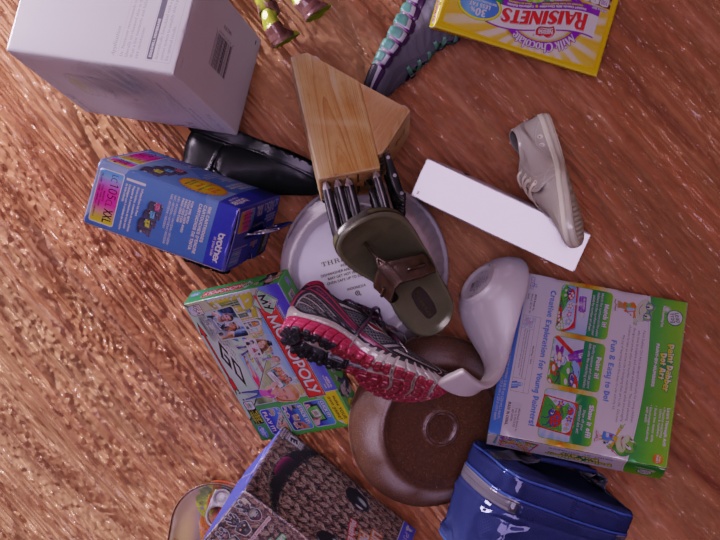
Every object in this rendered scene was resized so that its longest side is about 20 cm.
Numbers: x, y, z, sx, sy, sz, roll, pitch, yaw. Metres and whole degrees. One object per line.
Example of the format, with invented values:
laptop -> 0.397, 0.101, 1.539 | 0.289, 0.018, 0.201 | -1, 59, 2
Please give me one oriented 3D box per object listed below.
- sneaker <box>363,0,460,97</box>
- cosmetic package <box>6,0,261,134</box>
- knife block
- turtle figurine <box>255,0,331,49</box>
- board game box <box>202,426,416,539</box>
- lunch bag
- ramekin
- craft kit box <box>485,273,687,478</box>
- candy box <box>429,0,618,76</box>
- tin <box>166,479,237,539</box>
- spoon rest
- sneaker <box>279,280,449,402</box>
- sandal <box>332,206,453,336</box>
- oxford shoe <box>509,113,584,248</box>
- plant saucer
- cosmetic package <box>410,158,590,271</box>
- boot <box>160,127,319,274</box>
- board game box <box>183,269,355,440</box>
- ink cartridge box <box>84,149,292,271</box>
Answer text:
sneaker -> 0.074, -0.258, 1.583 | 0.087, 0.074, 0.201 | 27, 96, 0
cosmetic package -> -0.242, -0.245, 1.531 | 0.199, 0.199, 0.124 | 11, 80, 17
knife block -> -0.030, -0.118, 1.526 | 0.199, 0.064, 0.176 | 31, 72, 11
turtle figurine -> -0.106, -0.348, 1.601 | 0.200, 0.064, 0.162 | -37, 89, 8
board game box -> -0.055, 0.300, 1.570 | 0.200, 0.160, 0.097 | 38, 113, -3
lunch bag -> 0.203, 0.271, 1.551 | 0.199, 0.136, 0.133 | 19, 98, -22
ramekin -> 0.000, 0.000, 1.595 | 0.201, 0.094, 0.204 | 1, 94, 7
craft kit box -> 0.252, 0.113, 1.554 | 0.196, 0.049, 0.201 | 10, 66, 9
candy box -> 0.184, -0.291, 1.562 | 0.199, 0.026, 0.103 | 14, 98, -12
tin -> -0.178, 0.348, 1.668 | 0.111, 0.042, 0.201 | 11, 95, 2
spoon rest -> 0.138, 0.063, 1.546 | 0.061, 0.201, 0.099 | 42, 134, -21
sneaker -> 0.014, 0.079, 1.510 | 0.199, 0.081, 0.075 | 29, 58, -14
sandal -> 0.047, 0.005, 1.480 | 0.080, 0.057, 0.201 | -39, 128, 5
oxford shoe -> 0.203, -0.094, 1.532 | 0.057, 0.201, 0.075 | -17, 135, 7
plant saucer -> 0.086, 0.174, 1.587 | 0.199, 0.037, 0.202 | -3, 99, -17
cosmetic package -> 0.158, -0.063, 1.578 | 0.199, 0.083, 0.051 | 25, 97, 4
boot -> -0.144, -0.076, 1.619 | 0.197, 0.073, 0.163 | 22, 94, 12
board game box -> -0.097, 0.099, 1.584 | 0.134, 0.029, 0.201 | -13, 117, 31
ink cartridge box -> -0.177, -0.062, 1.525 | 0.199, 0.136, 0.077 | 21, 105, 11
